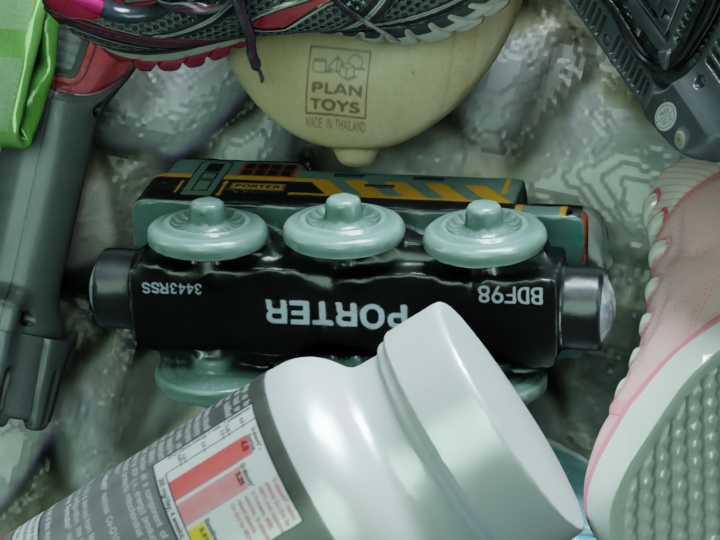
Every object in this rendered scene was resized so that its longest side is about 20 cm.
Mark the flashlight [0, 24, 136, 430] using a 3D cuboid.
[{"bbox_3d":[-0.127,-0.039,1.078,0.068,0.068,0.200,16,95,49],"label":"flashlight"}]

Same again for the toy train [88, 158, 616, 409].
[{"bbox_3d":[0.000,0.000,1.020,0.200,0.114,0.085,1,112,10],"label":"toy train"}]

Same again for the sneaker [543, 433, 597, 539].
[{"bbox_3d":[0.072,0.101,1.012,0.200,0.082,0.074,17,88,13],"label":"sneaker"}]

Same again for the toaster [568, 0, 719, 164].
[{"bbox_3d":[0.146,-0.131,0.968,0.200,0.129,0.114,59,143,37],"label":"toaster"}]

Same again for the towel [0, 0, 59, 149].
[{"bbox_3d":[-0.192,-0.131,1.083,0.200,0.031,0.150,12,91,34],"label":"towel"}]

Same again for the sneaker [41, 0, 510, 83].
[{"bbox_3d":[-0.022,-0.117,0.978,0.200,0.075,0.081,-15,82,15],"label":"sneaker"}]

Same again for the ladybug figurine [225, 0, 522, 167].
[{"bbox_3d":[0.007,-0.139,1.050,0.135,0.072,0.200,7,87,13],"label":"ladybug figurine"}]

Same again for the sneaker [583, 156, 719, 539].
[{"bbox_3d":[0.132,0.023,0.985,0.200,0.105,0.075,-50,122,-17],"label":"sneaker"}]

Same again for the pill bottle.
[{"bbox_3d":[-0.031,0.102,0.932,0.200,0.116,0.116,-33,80,9],"label":"pill bottle"}]
